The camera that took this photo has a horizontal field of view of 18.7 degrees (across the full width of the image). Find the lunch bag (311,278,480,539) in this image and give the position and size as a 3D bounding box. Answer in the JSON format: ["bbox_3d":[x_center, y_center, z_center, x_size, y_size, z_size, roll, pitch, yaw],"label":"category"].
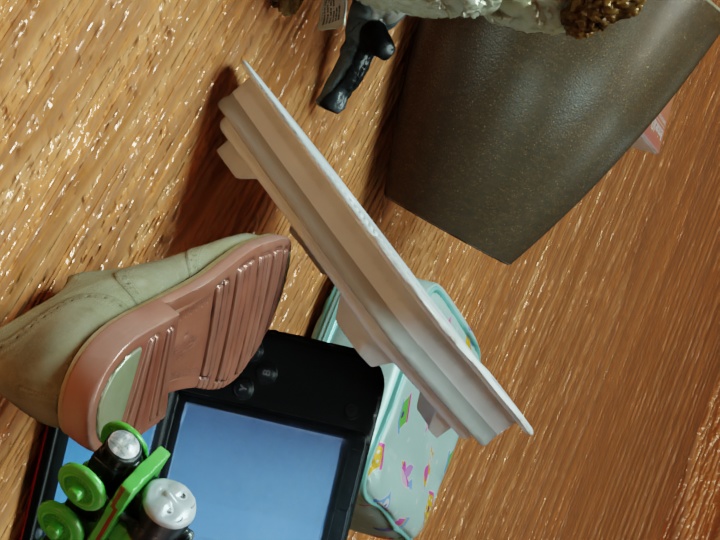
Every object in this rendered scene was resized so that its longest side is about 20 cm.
[{"bbox_3d":[0.015,0.083,1.406,0.200,0.077,0.161,57,50,-70],"label":"lunch bag"}]

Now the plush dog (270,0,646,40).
[{"bbox_3d":[0.060,-0.173,1.118,0.161,0.171,0.201,-59,-148,30],"label":"plush dog"}]

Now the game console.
[{"bbox_3d":[-0.081,0.128,1.058,0.119,0.171,0.201,-139,-117,-77],"label":"game console"}]

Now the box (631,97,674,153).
[{"bbox_3d":[0.201,-0.209,1.712,0.152,0.106,0.201,20,86,-74],"label":"box"}]

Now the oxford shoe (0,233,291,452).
[{"bbox_3d":[-0.093,0.016,0.965,0.200,0.073,0.071,-27,134,-63],"label":"oxford shoe"}]

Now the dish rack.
[{"bbox_3d":[0.000,0.000,1.096,0.043,0.200,0.172,-38,148,3],"label":"dish rack"}]

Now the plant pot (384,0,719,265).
[{"bbox_3d":[0.103,-0.112,1.378,0.201,0.186,0.187,-62,165,3],"label":"plant pot"}]

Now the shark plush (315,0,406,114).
[{"bbox_3d":[0.032,-0.182,1.238,0.083,0.090,0.202,-170,-89,-75],"label":"shark plush"}]

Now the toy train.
[{"bbox_3d":[-0.119,0.134,0.912,0.042,0.056,0.200,-45,172,-45],"label":"toy train"}]
